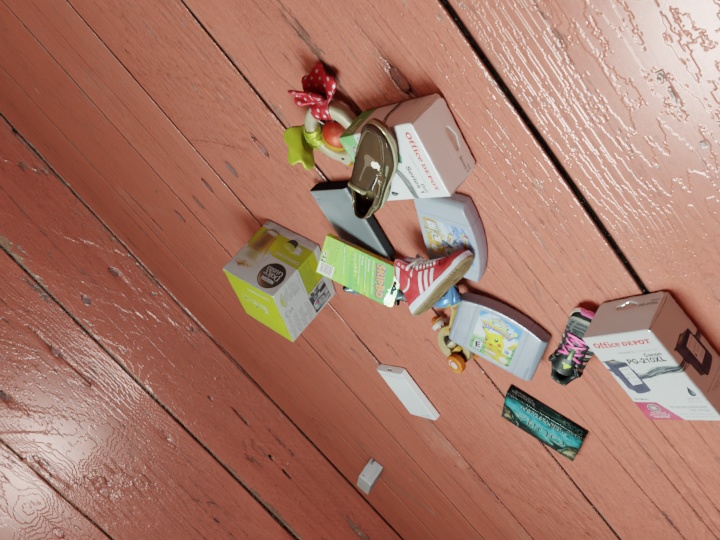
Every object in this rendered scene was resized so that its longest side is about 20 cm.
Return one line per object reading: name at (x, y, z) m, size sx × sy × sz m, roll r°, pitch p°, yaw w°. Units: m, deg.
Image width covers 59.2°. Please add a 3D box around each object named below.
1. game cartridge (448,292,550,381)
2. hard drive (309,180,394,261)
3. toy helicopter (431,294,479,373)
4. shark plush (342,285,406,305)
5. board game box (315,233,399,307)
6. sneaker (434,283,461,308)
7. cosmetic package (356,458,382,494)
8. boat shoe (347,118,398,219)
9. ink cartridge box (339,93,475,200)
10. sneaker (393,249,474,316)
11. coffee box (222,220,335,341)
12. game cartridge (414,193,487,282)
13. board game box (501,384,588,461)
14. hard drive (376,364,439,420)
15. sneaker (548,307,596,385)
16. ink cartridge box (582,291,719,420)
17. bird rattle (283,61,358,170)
game cartridge at (0.283, 0.131, 1.305) m, size 0.197 × 0.040 × 0.135 m, roll 27°, pitch 128°, yaw 20°
hard drive at (-0.017, -0.109, 1.423) m, size 0.138 × 0.033 × 0.202 m, roll 6°, pitch 136°, yaw 52°
toy helicopter at (0.210, 0.125, 1.434) m, size 0.132 × 0.078 × 0.203 m, roll 36°, pitch 145°, yaw 33°
shark plush at (0.043, 0.034, 1.479) m, size 0.198 × 0.091 × 0.084 m, roll 36°, pitch 133°, yaw 1°
board game box at (0.000, 0.000, 1.426) m, size 0.197 × 0.030 × 0.097 m, roll 26°, pitch 116°, yaw 14°
sneaker at (0.160, 0.035, 1.355) m, size 0.199 × 0.069 × 0.085 m, roll 172°, pitch 91°, yaw -74°
cosmetic package at (0.042, 0.929, 2.853) m, size 0.073 × 0.102 × 0.201 m, roll 34°, pitch 155°, yaw 14°
boat shoe at (0.016, -0.157, 1.053) m, size 0.074 × 0.075 × 0.204 m, roll 32°, pitch 153°, yaw 20°
ink cartridge box at (0.077, -0.203, 1.081) m, size 0.198 × 0.085 × 0.147 m, roll 4°, pitch 135°, yaw 54°
sneaker at (0.134, -0.007, 1.236) m, size 0.200 × 0.070 × 0.114 m, roll -50°, pitch 61°, yaw 44°
coffee box at (-0.218, 0.029, 1.733) m, size 0.197 × 0.198 × 0.202 m, roll 25°, pitch 150°, yaw 31°
game cartridge at (0.177, -0.065, 1.208) m, size 0.132 × 0.042 × 0.202 m, roll 27°, pitch 150°, yaw 39°
board game box at (0.431, 0.363, 1.503) m, size 0.198 × 0.028 × 0.137 m, roll 30°, pitch 151°, yaw 25°
hard drive at (0.144, 0.371, 1.932) m, size 0.201 × 0.027 × 0.131 m, roll 53°, pitch 153°, yaw -21°
sneaker at (0.392, 0.148, 1.160) m, size 0.073 × 0.088 × 0.202 m, roll 30°, pitch 152°, yaw 22°
ink cartridge box at (0.482, 0.143, 1.026) m, size 0.200 × 0.085 × 0.144 m, roll 47°, pitch 154°, yaw -10°
bird rattle at (-0.059, -0.279, 1.193) m, size 0.161 × 0.114 × 0.201 m, roll 30°, pitch 141°, yaw 0°
